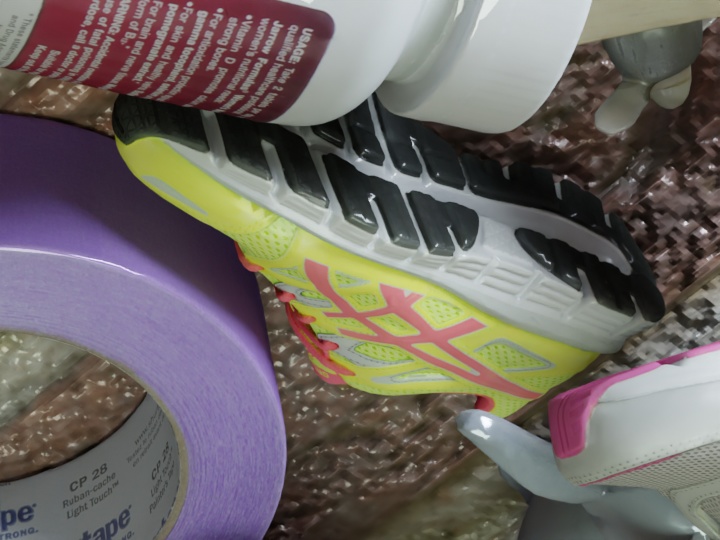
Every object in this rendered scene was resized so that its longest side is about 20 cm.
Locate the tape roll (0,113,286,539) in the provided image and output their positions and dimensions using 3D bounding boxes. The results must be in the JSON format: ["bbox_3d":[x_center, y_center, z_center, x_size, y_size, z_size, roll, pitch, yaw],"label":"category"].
[{"bbox_3d":[-0.126,0.047,0.742,0.199,0.066,0.201,-6,133,-6],"label":"tape roll"}]

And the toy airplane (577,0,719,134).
[{"bbox_3d":[0.155,-0.097,0.644,0.200,0.141,0.199,33,113,7],"label":"toy airplane"}]

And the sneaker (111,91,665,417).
[{"bbox_3d":[0.000,0.000,0.719,0.200,0.078,0.090,25,124,-31],"label":"sneaker"}]

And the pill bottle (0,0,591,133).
[{"bbox_3d":[-0.045,-0.098,0.597,0.199,0.110,0.110,11,129,-21],"label":"pill bottle"}]

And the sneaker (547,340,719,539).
[{"bbox_3d":[0.144,0.070,0.645,0.199,0.089,0.081,11,163,-21],"label":"sneaker"}]

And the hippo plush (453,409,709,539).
[{"bbox_3d":[0.125,0.102,0.769,0.200,0.160,0.161,-23,168,-25],"label":"hippo plush"}]
